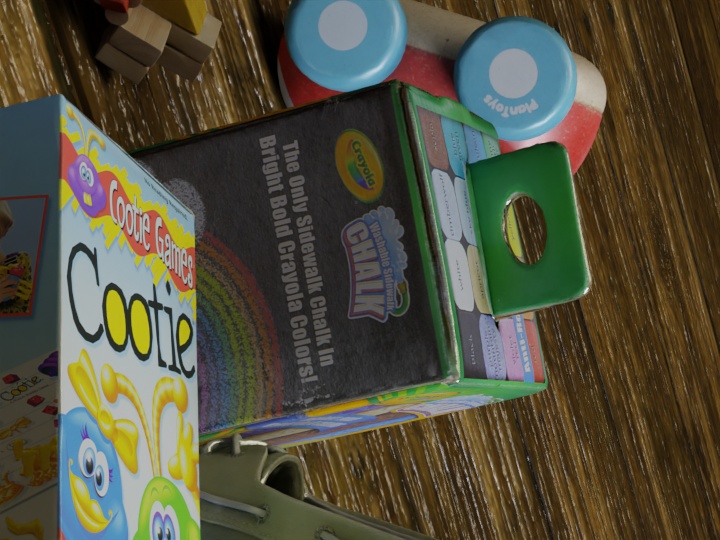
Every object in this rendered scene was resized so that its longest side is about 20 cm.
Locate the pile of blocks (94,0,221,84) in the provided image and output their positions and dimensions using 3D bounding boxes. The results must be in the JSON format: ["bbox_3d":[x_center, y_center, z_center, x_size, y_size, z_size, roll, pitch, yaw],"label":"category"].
[{"bbox_3d":[-0.101,-0.159,0.939,0.062,0.082,0.201,-78,150,-50],"label":"pile of blocks"}]

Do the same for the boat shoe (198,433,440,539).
[{"bbox_3d":[-0.040,0.092,0.793,0.062,0.199,0.072,-66,154,2],"label":"boat shoe"}]

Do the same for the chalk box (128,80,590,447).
[{"bbox_3d":[0.000,0.000,0.923,0.124,0.199,0.125,13,66,-69],"label":"chalk box"}]

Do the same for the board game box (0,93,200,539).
[{"bbox_3d":[-0.118,0.062,0.720,0.103,0.104,0.201,44,39,-59],"label":"board game box"}]

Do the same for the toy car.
[{"bbox_3d":[0.024,-0.040,1.179,0.184,0.176,0.201,8,99,-84],"label":"toy car"}]
